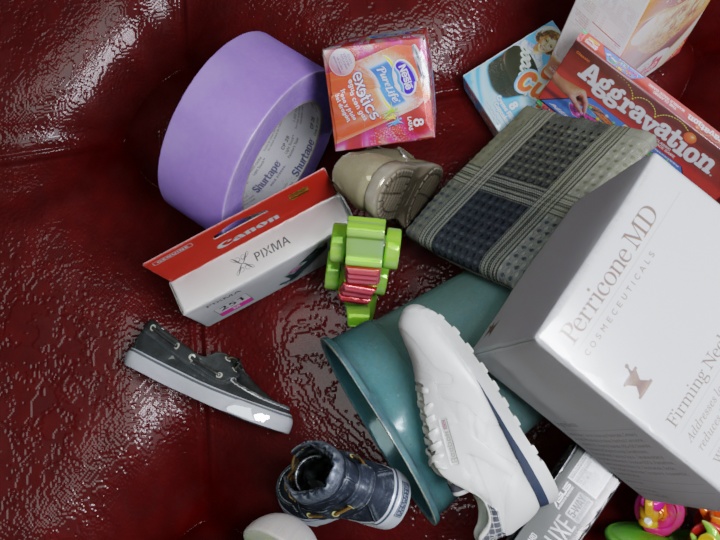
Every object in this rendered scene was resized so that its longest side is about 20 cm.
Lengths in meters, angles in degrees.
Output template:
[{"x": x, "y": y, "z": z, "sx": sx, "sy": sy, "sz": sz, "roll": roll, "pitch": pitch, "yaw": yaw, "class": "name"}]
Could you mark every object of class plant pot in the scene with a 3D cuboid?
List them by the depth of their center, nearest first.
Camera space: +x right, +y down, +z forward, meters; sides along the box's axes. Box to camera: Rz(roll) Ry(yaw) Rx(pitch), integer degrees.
[{"x": 0.093, "y": 0.097, "z": 0.908, "sx": 0.194, "sy": 0.201, "sz": 0.202, "roll": -33, "pitch": 75, "yaw": -8, "class": "plant pot"}]

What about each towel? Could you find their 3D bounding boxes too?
[{"x": 0.160, "y": -0.072, "z": 0.912, "sx": 0.200, "sy": 0.035, "sz": 0.192, "roll": -45, "pitch": 33, "yaw": -11, "class": "towel"}]

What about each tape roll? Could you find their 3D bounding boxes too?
[{"x": -0.110, "y": -0.131, "z": 0.977, "sx": 0.084, "sy": 0.200, "sz": 0.202, "roll": 32, "pitch": 83, "yaw": 14, "class": "tape roll"}]

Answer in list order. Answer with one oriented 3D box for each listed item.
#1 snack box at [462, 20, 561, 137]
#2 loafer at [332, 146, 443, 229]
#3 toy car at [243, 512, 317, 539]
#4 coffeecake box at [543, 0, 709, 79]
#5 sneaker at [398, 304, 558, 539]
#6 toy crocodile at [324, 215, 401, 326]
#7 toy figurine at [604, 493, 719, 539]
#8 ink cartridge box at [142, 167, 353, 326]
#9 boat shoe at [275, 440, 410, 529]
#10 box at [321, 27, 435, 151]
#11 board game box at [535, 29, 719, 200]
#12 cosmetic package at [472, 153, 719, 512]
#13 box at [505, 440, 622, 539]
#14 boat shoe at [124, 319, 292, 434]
[{"x": 0.207, "y": -0.151, "z": 1.018, "sx": 0.115, "sy": 0.037, "sz": 0.202, "roll": -30, "pitch": 75, "yaw": 0, "class": "snack box"}, {"x": 0.028, "y": -0.089, "z": 0.948, "sx": 0.068, "sy": 0.200, "sz": 0.077, "roll": 32, "pitch": 97, "yaw": 14, "class": "loafer"}, {"x": -0.074, "y": 0.345, "z": 0.894, "sx": 0.198, "sy": 0.151, "sz": 0.176, "roll": 31, "pitch": 54, "yaw": 10, "class": "toy car"}, {"x": 0.279, "y": -0.268, "z": 0.930, "sx": 0.153, "sy": 0.201, "sz": 0.073, "roll": -35, "pitch": 72, "yaw": -23, "class": "coffeecake box"}, {"x": 0.080, "y": 0.122, "z": 0.779, "sx": 0.080, "sy": 0.076, "sz": 0.202, "roll": -32, "pitch": 90, "yaw": -1, "class": "sneaker"}, {"x": 0.000, "y": 0.000, "z": 0.935, "sx": 0.066, "sy": 0.200, "sz": 0.063, "roll": 7, "pitch": 69, "yaw": -3, "class": "toy crocodile"}, {"x": 0.326, "y": 0.168, "z": 0.853, "sx": 0.197, "sy": 0.150, "sz": 0.188, "roll": 8, "pitch": 96, "yaw": 25, "class": "toy figurine"}, {"x": -0.099, "y": -0.017, "z": 0.961, "sx": 0.197, "sy": 0.174, "sz": 0.044, "roll": -28, "pitch": 79, "yaw": 1, "class": "ink cartridge box"}, {"x": -0.044, "y": 0.192, "z": 0.895, "sx": 0.090, "sy": 0.199, "sz": 0.072, "roll": 29, "pitch": 66, "yaw": -27, "class": "boat shoe"}, {"x": 0.024, "y": -0.186, "z": 0.963, "sx": 0.098, "sy": 0.200, "sz": 0.097, "roll": -7, "pitch": 105, "yaw": 6, "class": "box"}, {"x": 0.270, "y": -0.136, "z": 0.931, "sx": 0.199, "sy": 0.103, "sz": 0.019, "roll": 39, "pitch": 61, "yaw": 6, "class": "board game box"}, {"x": 0.223, "y": 0.055, "z": 0.734, "sx": 0.199, "sy": 0.166, "sz": 0.168, "roll": 38, "pitch": 78, "yaw": -2, "class": "cosmetic package"}, {"x": 0.164, "y": 0.245, "z": 0.873, "sx": 0.049, "sy": 0.158, "sz": 0.201, "roll": 34, "pitch": 85, "yaw": 14, "class": "box"}, {"x": -0.154, "y": 0.110, "z": 0.998, "sx": 0.197, "sy": 0.069, "sz": 0.057, "roll": 22, "pitch": 80, "yaw": 15, "class": "boat shoe"}]
